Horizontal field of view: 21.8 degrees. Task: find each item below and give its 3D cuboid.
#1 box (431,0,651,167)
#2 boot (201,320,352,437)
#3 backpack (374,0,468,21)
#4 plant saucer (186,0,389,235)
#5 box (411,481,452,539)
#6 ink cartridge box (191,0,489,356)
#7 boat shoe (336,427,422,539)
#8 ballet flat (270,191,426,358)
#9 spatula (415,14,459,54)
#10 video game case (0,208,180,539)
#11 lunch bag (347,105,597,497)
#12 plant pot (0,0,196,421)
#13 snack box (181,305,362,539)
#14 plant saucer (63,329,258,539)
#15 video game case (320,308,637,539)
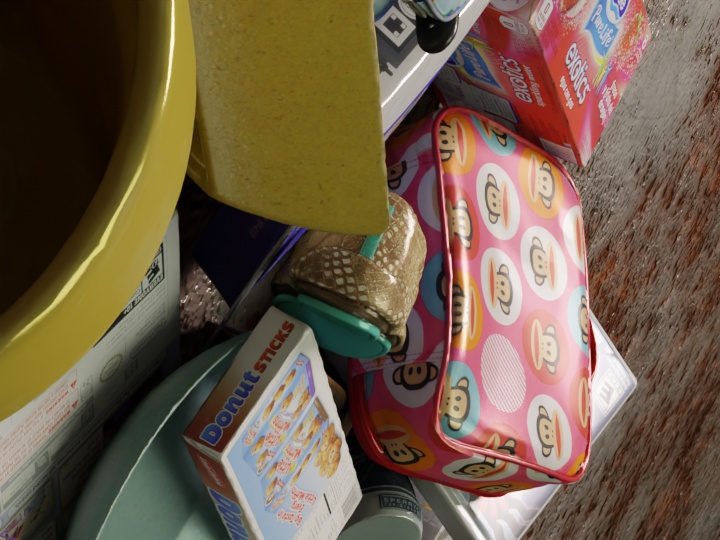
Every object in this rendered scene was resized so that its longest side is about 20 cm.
[{"bbox_3d":[0.087,-0.148,1.021,0.096,0.099,0.200,-62,158,-10],"label":"box"},{"bbox_3d":[-0.056,0.094,0.993,0.098,0.074,0.200,-63,161,-11],"label":"boot"},{"bbox_3d":[-0.007,-0.199,0.686,0.184,0.146,0.200,-65,156,-3],"label":"backpack"},{"bbox_3d":[-0.075,-0.117,0.575,0.048,0.200,0.201,-34,148,-20],"label":"plant saucer"},{"bbox_3d":[0.082,0.180,1.443,0.159,0.048,0.200,-58,158,-17],"label":"box"},{"bbox_3d":[-0.012,-0.066,0.861,0.200,0.043,0.198,-53,-179,-34],"label":"ink cartridge box"},{"bbox_3d":[-0.034,0.169,1.128,0.070,0.091,0.200,23,126,-30],"label":"boat shoe"},{"bbox_3d":[0.000,0.000,0.845,0.066,0.070,0.200,-64,-175,-7],"label":"ballet flat"},{"bbox_3d":[0.030,-0.175,0.801,0.020,0.056,0.202,30,47,-45],"label":"spatula"},{"bbox_3d":[-0.151,0.087,0.801,0.200,0.045,0.182,-47,154,-38],"label":"video game case"},{"bbox_3d":[0.073,0.022,1.047,0.175,0.081,0.202,21,63,-44],"label":"lunch bag"},{"bbox_3d":[-0.138,-0.041,0.518,0.202,0.199,0.189,-61,174,-8],"label":"plant pot"},{"bbox_3d":[-0.037,0.094,0.880,0.072,0.024,0.201,-55,159,-20],"label":"snack box"},{"bbox_3d":[-0.088,0.108,0.863,0.201,0.038,0.202,-51,156,-33],"label":"plant saucer"},{"bbox_3d":[0.068,0.043,1.110,0.182,0.023,0.201,-45,107,-39],"label":"video game case"}]
